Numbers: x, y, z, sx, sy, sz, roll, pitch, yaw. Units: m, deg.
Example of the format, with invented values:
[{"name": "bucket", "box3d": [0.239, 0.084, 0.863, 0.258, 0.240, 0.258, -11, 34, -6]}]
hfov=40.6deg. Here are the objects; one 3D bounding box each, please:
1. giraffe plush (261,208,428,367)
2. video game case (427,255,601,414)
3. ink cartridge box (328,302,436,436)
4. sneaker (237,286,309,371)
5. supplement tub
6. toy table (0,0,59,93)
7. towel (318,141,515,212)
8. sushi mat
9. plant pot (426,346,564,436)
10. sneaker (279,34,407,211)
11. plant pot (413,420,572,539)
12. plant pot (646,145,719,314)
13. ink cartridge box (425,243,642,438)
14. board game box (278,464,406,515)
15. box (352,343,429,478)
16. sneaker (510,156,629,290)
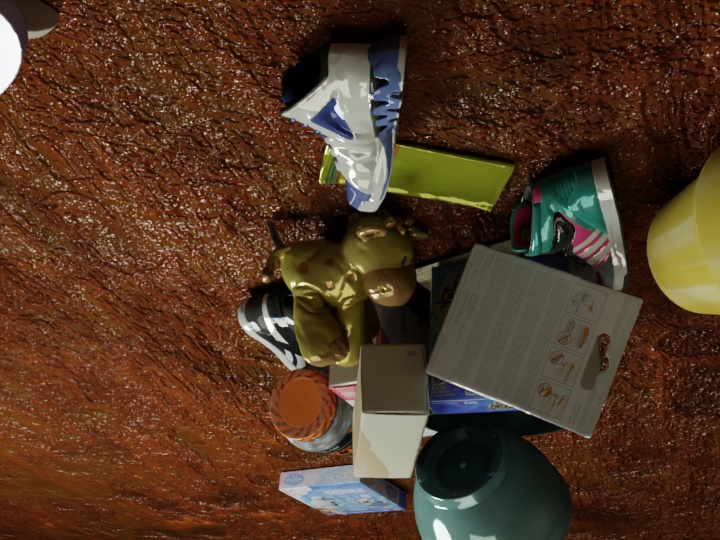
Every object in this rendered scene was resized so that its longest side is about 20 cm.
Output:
[{"name": "giraffe plush", "box3d": [0.000, 0.000, 1.144, 0.162, 0.173, 0.200, -24, 106, 26]}, {"name": "video game case", "box3d": [0.181, 0.074, 1.153, 0.200, 0.182, 0.045, -5, 149, 16]}, {"name": "ink cartridge box", "box3d": [0.042, 0.129, 1.337, 0.085, 0.146, 0.200, -15, 145, 27]}, {"name": "sneaker", "box3d": [-0.067, 0.091, 1.362, 0.112, 0.073, 0.200, -16, 143, 36]}, {"name": "supplement tub", "box3d": [-0.036, 0.200, 1.381, 0.122, 0.123, 0.200, -11, 162, 27]}, {"name": "toy table", "box3d": [-0.342, -0.220, 0.807, 0.200, 0.117, 0.184, -11, 147, 29]}, {"name": "towel", "box3d": [0.058, -0.105, 1.049, 0.200, 0.018, 0.086, 9, 152, -7]}, {"name": "sushi mat", "box3d": [0.164, -0.003, 1.218, 0.200, 0.012, 0.096, -18, 143, 36]}, {"name": "plant pot", "box3d": [0.178, 0.119, 1.267, 0.200, 0.161, 0.201, 1, 159, 0]}, {"name": "sneaker", "box3d": [-0.019, -0.150, 0.931, 0.115, 0.081, 0.200, 9, 144, 2]}, {"name": "plant pot", "box3d": [0.147, 0.274, 1.221, 0.200, 0.200, 0.134, -12, 129, 28]}, {"name": "plant pot", "box3d": [0.390, -0.036, 0.960, 0.200, 0.201, 0.189, 14, 166, -16]}, {"name": "ink cartridge box", "box3d": [0.191, 0.074, 1.075, 0.200, 0.162, 0.050, 20, 176, 23]}, {"name": "board game box", "box3d": [-0.035, 0.469, 2.066, 0.200, 0.043, 0.199, -12, 145, 29]}, {"name": "box", "box3d": [0.033, 0.174, 1.184, 0.078, 0.095, 0.200, 1, 146, -3]}, {"name": "sneaker", "box3d": [0.227, -0.037, 1.070, 0.121, 0.084, 0.200, -10, 140, 16]}]
